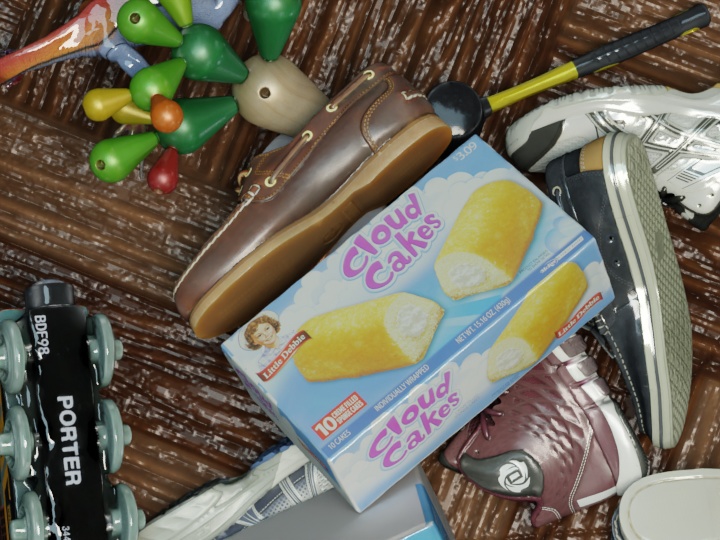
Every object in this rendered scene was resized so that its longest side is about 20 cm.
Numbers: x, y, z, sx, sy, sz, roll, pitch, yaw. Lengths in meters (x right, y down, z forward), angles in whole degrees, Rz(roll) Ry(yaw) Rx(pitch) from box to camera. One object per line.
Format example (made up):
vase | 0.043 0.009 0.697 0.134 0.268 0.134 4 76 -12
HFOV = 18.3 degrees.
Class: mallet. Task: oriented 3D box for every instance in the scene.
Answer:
mallet | 0.127 -0.122 1.417 0.199 0.066 0.041 -22 82 -12

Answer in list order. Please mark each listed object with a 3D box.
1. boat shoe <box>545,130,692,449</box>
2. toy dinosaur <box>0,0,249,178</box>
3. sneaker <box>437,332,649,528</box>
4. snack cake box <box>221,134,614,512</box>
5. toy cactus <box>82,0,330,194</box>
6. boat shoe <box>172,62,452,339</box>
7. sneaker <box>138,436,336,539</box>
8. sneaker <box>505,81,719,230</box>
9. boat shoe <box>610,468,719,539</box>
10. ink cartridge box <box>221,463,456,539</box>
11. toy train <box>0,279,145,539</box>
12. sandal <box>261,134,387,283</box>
boat shoe | 0.159 0.014 1.360 0.062 0.075 0.201 -9 108 24
toy dinosaur | -0.147 -0.168 1.393 0.180 0.105 0.201 -7 119 -23
sneaker | 0.086 0.067 1.376 0.115 0.076 0.201 -29 82 5
snack cake box | 0.033 0.029 1.295 0.200 0.067 0.115 -40 54 -9
toy cactus | -0.074 -0.123 1.342 0.102 0.165 0.201 32 93 48
boat shoe | -0.039 -0.043 1.350 0.200 0.070 0.070 -40 71 -9
sneaker | -0.039 0.149 1.386 0.199 0.077 0.086 -30 91 9
sneaker | 0.190 -0.068 1.379 0.199 0.076 0.088 -5 82 6
boat shoe | 0.251 0.157 1.350 0.199 0.062 0.075 -5 66 -3
ink cartridge box | 0.012 0.240 1.296 0.145 0.147 0.201 -24 101 2
toy train | -0.190 0.110 1.378 0.085 0.114 0.201 -4 79 -23
sandal | -0.007 0.004 1.396 0.079 0.059 0.208 -24 67 3
